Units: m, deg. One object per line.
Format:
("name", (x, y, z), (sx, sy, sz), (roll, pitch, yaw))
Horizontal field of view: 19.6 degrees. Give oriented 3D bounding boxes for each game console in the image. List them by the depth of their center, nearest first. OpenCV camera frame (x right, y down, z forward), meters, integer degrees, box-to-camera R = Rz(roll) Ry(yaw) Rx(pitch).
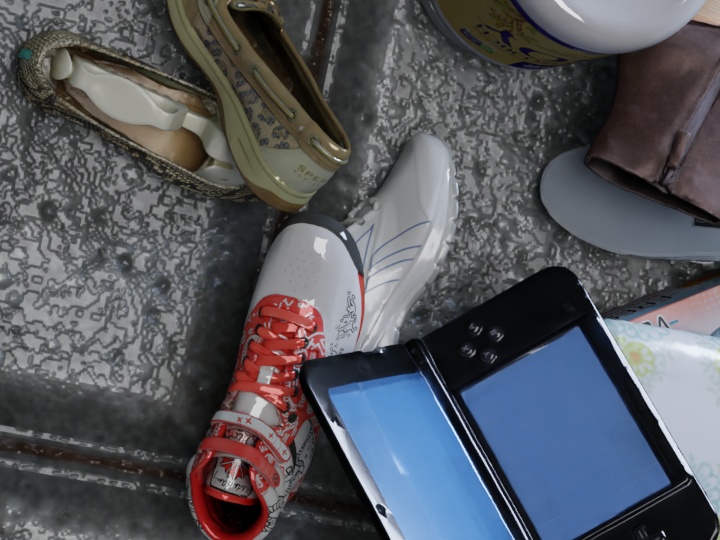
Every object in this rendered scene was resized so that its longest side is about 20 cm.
("game console", (0.090, 0.108, 1.226), (0.176, 0.116, 0.200), (-30, 74, 3))

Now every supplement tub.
("supplement tub", (0.121, -0.199, 1.287), (0.145, 0.200, 0.146), (0, 91, -16))

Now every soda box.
("soda box", (0.178, 0.062, 1.381), (0.200, 0.064, 0.068), (-21, 97, -15))

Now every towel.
("towel", (0.207, 0.138, 1.323), (0.171, 0.048, 0.200), (11, 77, -21))

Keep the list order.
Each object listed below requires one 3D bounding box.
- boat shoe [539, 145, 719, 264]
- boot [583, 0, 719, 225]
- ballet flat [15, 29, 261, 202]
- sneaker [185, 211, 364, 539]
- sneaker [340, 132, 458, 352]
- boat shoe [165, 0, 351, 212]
("boat shoe", (0.219, -0.039, 1.386), (0.199, 0.068, 0.074), (5, 86, 8))
("boot", (0.255, -0.099, 1.336), (0.200, 0.072, 0.167), (22, 71, 0))
("ballet flat", (-0.117, -0.091, 1.283), (0.200, 0.075, 0.068), (23, 90, -16))
("sneaker", (-0.051, 0.072, 1.249), (0.067, 0.108, 0.202), (19, 117, 8))
("sneaker", (0.000, 0.000, 1.324), (0.087, 0.075, 0.200), (25, 83, -11))
("boat shoe", (-0.060, -0.132, 1.267), (0.073, 0.063, 0.200), (4, 55, -52))
